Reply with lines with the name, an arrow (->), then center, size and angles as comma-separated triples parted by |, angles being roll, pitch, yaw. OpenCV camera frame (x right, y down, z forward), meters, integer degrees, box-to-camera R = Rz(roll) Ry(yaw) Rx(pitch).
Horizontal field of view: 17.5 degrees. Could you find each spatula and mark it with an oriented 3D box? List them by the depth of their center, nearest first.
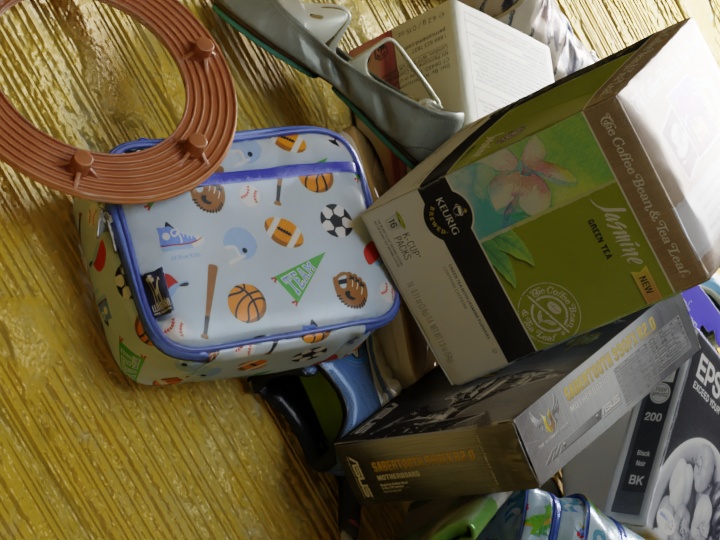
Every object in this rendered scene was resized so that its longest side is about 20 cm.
spatula -> -0.014, 0.190, 1.546 | 0.056, 0.020, 0.201 | 40, 43, -33

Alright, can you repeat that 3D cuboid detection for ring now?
ring -> -0.167, -0.126, 1.446 | 0.199, 0.019, 0.201 | 15, 48, -18

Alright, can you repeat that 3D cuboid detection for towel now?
towel -> 0.053, 0.162, 1.519 | 0.031, 0.149, 0.200 | 46, 27, 2

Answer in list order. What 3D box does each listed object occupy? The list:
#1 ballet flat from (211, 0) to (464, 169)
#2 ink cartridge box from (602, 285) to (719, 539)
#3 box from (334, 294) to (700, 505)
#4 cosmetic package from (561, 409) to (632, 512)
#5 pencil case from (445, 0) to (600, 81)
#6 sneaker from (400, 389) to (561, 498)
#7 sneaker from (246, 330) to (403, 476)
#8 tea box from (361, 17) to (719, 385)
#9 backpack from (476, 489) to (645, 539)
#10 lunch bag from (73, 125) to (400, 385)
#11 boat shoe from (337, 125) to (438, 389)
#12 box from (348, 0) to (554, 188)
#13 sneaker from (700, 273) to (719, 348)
ballet flat -> -0.012, -0.151, 1.649 | 0.200, 0.064, 0.067 | 38, 8, -5
ink cartridge box -> 0.243, 0.119, 1.642 | 0.198, 0.043, 0.201 | 44, 58, -52
box -> 0.103, 0.081, 1.512 | 0.200, 0.158, 0.049 | -34, 105, -43
cosmetic package -> 0.190, 0.215, 1.725 | 0.102, 0.071, 0.201 | 73, 12, -64
pencil case -> 0.139, -0.181, 1.864 | 0.200, 0.077, 0.090 | 48, 53, -48
sneaker -> 0.092, 0.132, 1.666 | 0.200, 0.079, 0.074 | 41, 42, -42
sneaker -> -0.032, 0.042, 1.552 | 0.089, 0.078, 0.201 | -5, 71, -51
tea box -> 0.141, -0.047, 1.521 | 0.134, 0.196, 0.200 | 61, 29, -7
backpack -> 0.103, 0.229, 1.526 | 0.154, 0.199, 0.164 | 49, 40, -22
lunch bag -> -0.081, -0.015, 1.475 | 0.199, 0.076, 0.161 | -6, 71, -32
boat shoe -> 0.000, 0.000, 1.625 | 0.071, 0.069, 0.201 | 42, 28, -61
box -> 0.077, -0.078, 1.736 | 0.127, 0.109, 0.202 | 20, 57, -47
sneaker -> 0.198, 0.020, 1.798 | 0.073, 0.198, 0.072 | -101, -160, -72
